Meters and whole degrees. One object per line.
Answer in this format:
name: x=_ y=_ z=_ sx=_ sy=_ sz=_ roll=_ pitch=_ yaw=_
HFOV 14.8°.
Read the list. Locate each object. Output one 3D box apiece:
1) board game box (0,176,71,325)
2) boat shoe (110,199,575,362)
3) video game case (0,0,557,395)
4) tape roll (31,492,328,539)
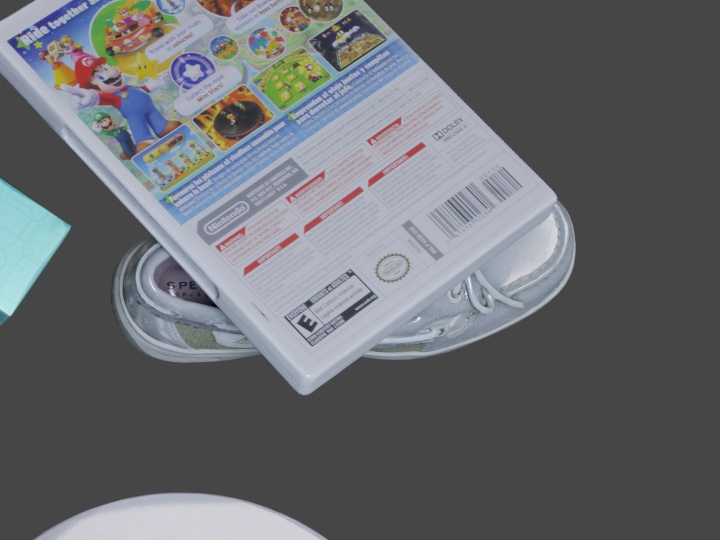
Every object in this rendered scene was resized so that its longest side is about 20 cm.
board game box: x=-0.213 y=-0.045 z=1.054 sx=0.200 sy=0.152 sz=0.045 roll=34 pitch=75 yaw=-7
boat shoe: x=-0.001 y=-0.002 z=1.150 sx=0.201 sy=0.065 sz=0.075 roll=-4 pitch=82 yaw=-16
video game case: x=-0.037 y=-0.059 z=1.129 sx=0.143 sy=0.018 sz=0.200 roll=-35 pitch=73 yaw=-28
tape roll: x=-0.074 y=0.191 z=1.089 sx=0.199 sy=0.066 sz=0.201 roll=2 pitch=77 yaw=-10
